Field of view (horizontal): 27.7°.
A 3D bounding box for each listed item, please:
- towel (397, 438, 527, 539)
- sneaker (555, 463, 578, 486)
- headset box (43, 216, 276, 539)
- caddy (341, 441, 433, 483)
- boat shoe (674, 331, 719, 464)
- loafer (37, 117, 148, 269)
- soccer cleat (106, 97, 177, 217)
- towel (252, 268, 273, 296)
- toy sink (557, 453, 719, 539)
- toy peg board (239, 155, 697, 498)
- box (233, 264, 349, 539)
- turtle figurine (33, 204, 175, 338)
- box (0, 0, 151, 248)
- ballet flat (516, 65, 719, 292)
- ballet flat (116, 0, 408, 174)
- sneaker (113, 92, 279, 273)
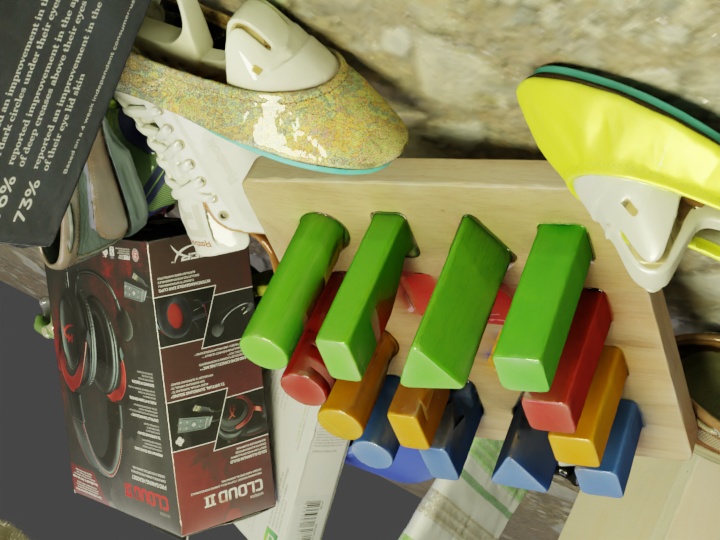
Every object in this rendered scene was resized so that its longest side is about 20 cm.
[{"bbox_3d":[0.081,0.147,1.027,0.031,0.201,0.149,27,169,29],"label":"towel"},{"bbox_3d":[0.135,0.085,0.946,0.073,0.081,0.200,20,164,28],"label":"sneaker"},{"bbox_3d":[-0.129,0.071,0.929,0.074,0.203,0.148,-12,-168,-36],"label":"headset box"},{"bbox_3d":[-0.004,0.059,0.986,0.105,0.143,0.199,30,168,-37],"label":"caddy"},{"bbox_3d":[0.235,0.084,0.750,0.199,0.076,0.074,17,161,36],"label":"boat shoe"},{"bbox_3d":[-0.173,-0.087,0.772,0.071,0.063,0.201,22,143,43],"label":"loafer"},{"bbox_3d":[-0.158,-0.066,0.931,0.064,0.084,0.200,33,166,-23],"label":"soccer cleat"},{"bbox_3d":[0.000,0.000,0.876,0.085,0.018,0.199,-14,-172,-35],"label":"towel"},{"bbox_3d":[0.201,0.173,0.883,0.130,0.202,0.112,30,167,-20],"label":"toy sink"},{"bbox_3d":[0.046,0.050,0.724,0.198,0.098,0.200,4,139,28],"label":"toy peg board"},{"bbox_3d":[-0.077,0.082,0.972,0.036,0.146,0.200,1,-156,-39],"label":"box"},{"bbox_3d":[-0.246,-0.021,1.158,0.193,0.145,0.200,35,162,-19],"label":"turtle figurine"},{"bbox_3d":[-0.188,-0.100,0.563,0.104,0.149,0.199,29,-171,25],"label":"box"},{"bbox_3d":[0.141,-0.015,0.561,0.198,0.068,0.067,24,168,13],"label":"ballet flat"},{"bbox_3d":[-0.070,-0.102,0.677,0.198,0.071,0.071,21,166,18],"label":"ballet flat"},{"bbox_3d":[-0.086,-0.060,0.813,0.199,0.085,0.073,36,166,-31],"label":"sneaker"}]
